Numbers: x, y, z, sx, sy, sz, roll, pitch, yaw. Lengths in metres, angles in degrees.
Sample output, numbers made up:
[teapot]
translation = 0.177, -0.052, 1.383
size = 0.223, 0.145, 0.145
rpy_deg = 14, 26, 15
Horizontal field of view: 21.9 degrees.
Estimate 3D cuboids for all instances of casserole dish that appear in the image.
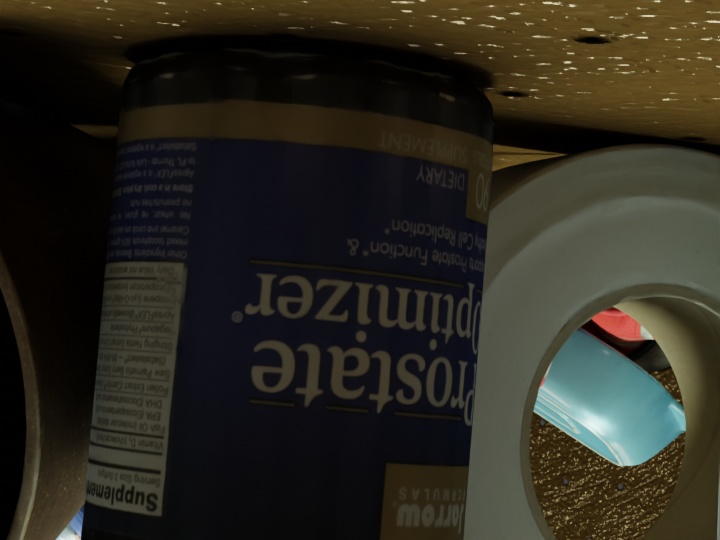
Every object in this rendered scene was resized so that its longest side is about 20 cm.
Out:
[casserole dish]
translation = 0.080, 0.039, 0.942
size = 0.199, 0.039, 0.121
rpy_deg = 33, 174, 24

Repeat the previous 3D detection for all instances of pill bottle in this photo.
[pill bottle]
translation = -0.022, 0.044, 0.537
size = 0.110, 0.203, 0.112
rpy_deg = 4, 176, 0

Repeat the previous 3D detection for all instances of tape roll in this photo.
[tape roll]
translation = 0.087, 0.058, 0.650
size = 0.200, 0.205, 0.071
rpy_deg = 6, 177, -21

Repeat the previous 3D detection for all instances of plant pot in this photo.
[plant pot]
translation = -0.140, 0.016, 0.624
size = 0.185, 0.189, 0.200
rpy_deg = 3, -169, 20

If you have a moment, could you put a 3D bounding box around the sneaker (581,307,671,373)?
[sneaker]
translation = 0.126, 0.000, 0.879
size = 0.084, 0.078, 0.200
rpy_deg = 24, 172, -8

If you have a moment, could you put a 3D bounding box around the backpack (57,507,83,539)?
[backpack]
translation = -0.098, 0.066, 0.931
size = 0.153, 0.201, 0.190
rpy_deg = -29, 161, 8

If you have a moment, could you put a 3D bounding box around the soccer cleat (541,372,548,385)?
[soccer cleat]
translation = 0.000, 0.000, 0.868
size = 0.199, 0.077, 0.067
rpy_deg = 29, -158, 6
